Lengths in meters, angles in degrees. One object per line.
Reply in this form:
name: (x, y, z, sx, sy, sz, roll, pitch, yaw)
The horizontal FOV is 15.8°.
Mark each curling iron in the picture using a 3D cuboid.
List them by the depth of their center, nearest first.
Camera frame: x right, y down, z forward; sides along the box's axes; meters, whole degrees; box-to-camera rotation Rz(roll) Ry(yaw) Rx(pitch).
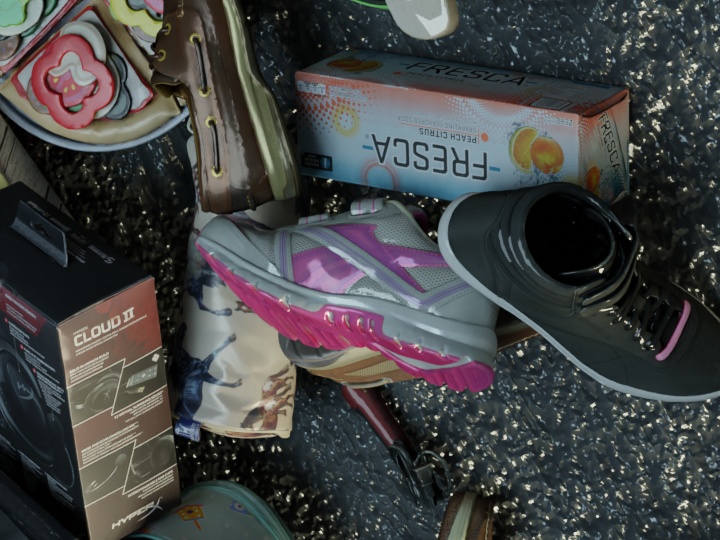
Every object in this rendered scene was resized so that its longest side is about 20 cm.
curling iron: (0.000, 0.067, 1.647, 0.200, 0.025, 0.050, 56, 160, 17)

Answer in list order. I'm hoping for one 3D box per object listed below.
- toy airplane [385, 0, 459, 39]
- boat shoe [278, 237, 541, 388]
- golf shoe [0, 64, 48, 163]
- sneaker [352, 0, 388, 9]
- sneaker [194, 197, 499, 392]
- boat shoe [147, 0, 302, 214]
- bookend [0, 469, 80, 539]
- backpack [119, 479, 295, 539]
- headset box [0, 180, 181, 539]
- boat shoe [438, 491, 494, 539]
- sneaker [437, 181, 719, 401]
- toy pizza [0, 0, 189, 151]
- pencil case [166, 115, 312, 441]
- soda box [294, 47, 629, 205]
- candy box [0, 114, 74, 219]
toy airplane: (0.000, -0.251, 1.410, 0.199, 0.141, 0.200, 26, 96, 8)
boat shoe: (0.050, 0.027, 1.577, 0.199, 0.072, 0.076, -9, 58, 24)
golf shoe: (-0.260, -0.086, 1.749, 0.092, 0.073, 0.201, 32, 123, 23)
sneaker: (-0.012, -0.200, 1.511, 0.199, 0.084, 0.077, 2, 69, 34)
sneaker: (0.000, 0.000, 1.520, 0.199, 0.081, 0.089, 19, 74, 17)
boat shoe: (-0.095, -0.129, 1.546, 0.067, 0.072, 0.201, -19, 86, -2)
bookend: (-0.287, 0.208, 1.637, 0.200, 0.199, 0.092, 36, 163, 38)
backpack: (-0.109, 0.229, 1.709, 0.200, 0.153, 0.176, -26, 92, 51)
headset box: (-0.191, 0.051, 1.618, 0.149, 0.077, 0.201, 32, 138, 41)
boat shoe: (0.079, 0.237, 1.643, 0.074, 0.075, 0.203, 7, 110, 5)
sneaker: (0.143, 0.016, 1.441, 0.199, 0.071, 0.099, 30, 167, -14)
toy pizza: (-0.171, -0.175, 1.636, 0.199, 0.032, 0.201, 2, 95, 20)
pencil case: (-0.078, 0.005, 1.627, 0.089, 0.078, 0.201, 6, 99, 1)
soda box: (0.059, -0.081, 1.528, 0.199, 0.063, 0.069, 12, 114, 33)
candy box: (-0.244, -0.006, 1.710, 0.115, 0.055, 0.200, -23, 121, 18)
